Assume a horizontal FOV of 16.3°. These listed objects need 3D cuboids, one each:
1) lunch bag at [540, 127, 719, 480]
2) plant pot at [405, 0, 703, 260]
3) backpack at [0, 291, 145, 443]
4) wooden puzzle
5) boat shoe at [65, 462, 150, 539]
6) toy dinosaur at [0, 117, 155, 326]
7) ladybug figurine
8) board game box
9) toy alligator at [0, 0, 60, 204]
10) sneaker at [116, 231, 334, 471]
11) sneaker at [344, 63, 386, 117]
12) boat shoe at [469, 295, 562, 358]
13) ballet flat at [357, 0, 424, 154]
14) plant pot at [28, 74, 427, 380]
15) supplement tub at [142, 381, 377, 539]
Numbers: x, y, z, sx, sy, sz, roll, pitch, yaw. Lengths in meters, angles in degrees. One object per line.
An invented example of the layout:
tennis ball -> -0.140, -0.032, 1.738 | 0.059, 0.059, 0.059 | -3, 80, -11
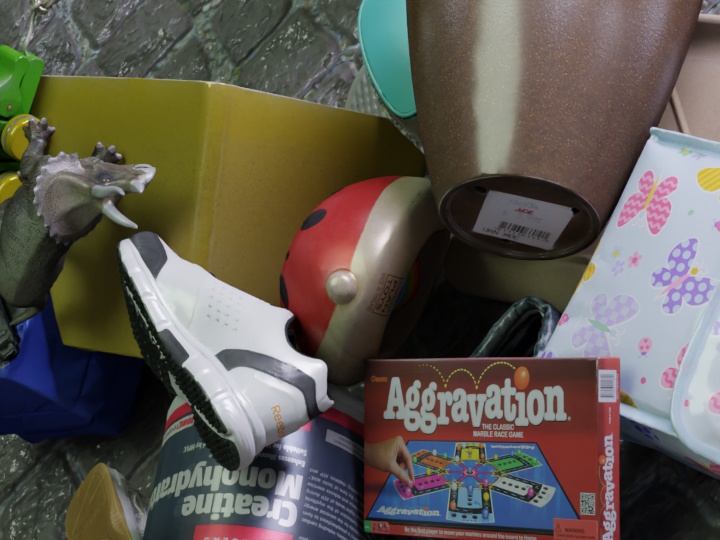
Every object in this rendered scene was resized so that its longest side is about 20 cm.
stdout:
lunch bag -> 0.216, 0.029, 1.357 | 0.200, 0.127, 0.170 | 24, 85, 46
plant pot -> 0.105, -0.113, 1.459 | 0.187, 0.187, 0.200 | -14, 53, 37
backpack -> -0.226, 0.013, 1.760 | 0.162, 0.168, 0.200 | -5, 62, 36
wooden puzzle -> 0.155, -0.066, 1.562 | 0.185, 0.037, 0.200 | 11, 75, 48
boat shoe -> -0.139, 0.199, 1.608 | 0.071, 0.069, 0.200 | -52, 28, 21
toy dinosaur -> -0.200, -0.026, 1.556 | 0.200, 0.077, 0.102 | -47, 18, 37
ladybug figurine -> 0.000, 0.000, 1.528 | 0.072, 0.200, 0.136 | 24, 94, 9
board game box -> 0.070, 0.100, 1.400 | 0.200, 0.019, 0.103 | -4, 84, 52
toy alligator -> -0.238, -0.102, 1.627 | 0.059, 0.054, 0.200 | 31, 114, 43
sneaker -> -0.083, 0.040, 1.483 | 0.080, 0.074, 0.200 | -24, 45, -15
sneaker -> 0.067, -0.142, 1.676 | 0.078, 0.079, 0.200 | 57, 134, 15
boat shoe -> 0.079, 0.115, 1.450 | 0.071, 0.091, 0.200 | 11, 70, 48
ballet flat -> 0.060, -0.099, 1.591 | 0.072, 0.072, 0.200 | -40, 55, 15
plant pot -> -0.096, -0.024, 1.647 | 0.200, 0.200, 0.177 | 6, 88, 46
supplement tub -> -0.062, 0.172, 1.506 | 0.140, 0.140, 0.200 | -17, 51, 36
